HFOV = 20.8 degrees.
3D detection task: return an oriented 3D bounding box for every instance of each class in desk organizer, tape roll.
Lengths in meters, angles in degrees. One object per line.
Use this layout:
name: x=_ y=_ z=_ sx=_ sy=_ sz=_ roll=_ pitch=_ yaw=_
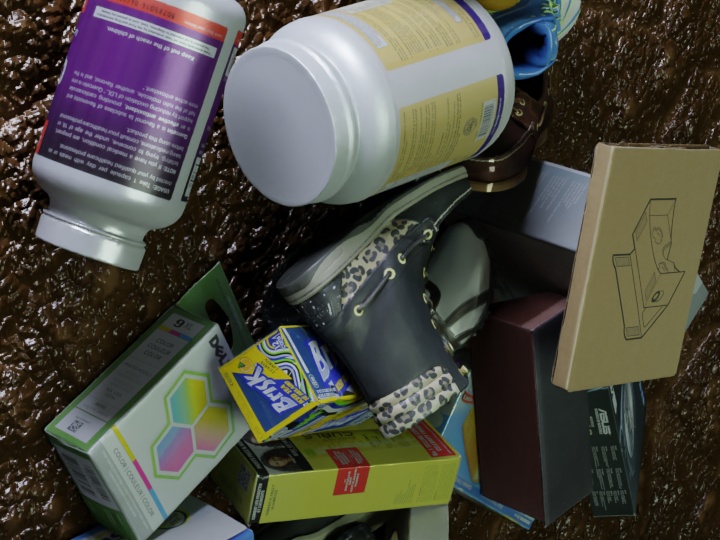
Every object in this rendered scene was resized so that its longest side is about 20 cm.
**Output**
desk organizer: x=0.150 y=0.116 z=1.733 sx=0.072 sy=0.077 sz=0.201 roll=-29 pitch=125 yaw=-38
tape roll: x=0.041 y=0.281 z=1.712 sx=0.037 sy=0.203 sz=0.204 roll=8 pitch=103 yaw=-6

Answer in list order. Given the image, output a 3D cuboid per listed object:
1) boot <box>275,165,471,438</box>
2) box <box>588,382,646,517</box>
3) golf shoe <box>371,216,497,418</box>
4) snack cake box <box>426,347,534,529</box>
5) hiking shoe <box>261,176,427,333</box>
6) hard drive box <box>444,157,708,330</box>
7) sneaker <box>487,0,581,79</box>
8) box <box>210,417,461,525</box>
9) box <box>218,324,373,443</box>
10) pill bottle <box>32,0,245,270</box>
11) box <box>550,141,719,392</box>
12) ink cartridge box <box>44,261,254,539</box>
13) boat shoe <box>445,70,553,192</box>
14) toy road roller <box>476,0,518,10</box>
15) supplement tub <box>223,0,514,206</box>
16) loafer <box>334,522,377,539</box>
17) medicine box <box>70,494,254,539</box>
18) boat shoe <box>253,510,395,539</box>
boot: x=0.042 y=0.021 z=1.538 sx=0.203 sy=0.073 sz=0.154 roll=-37 pitch=98 yaw=-37
box: x=0.237 y=0.113 z=1.903 sx=0.161 sy=0.043 sz=0.201 roll=-73 pitch=154 yaw=-50
golf shoe: x=0.046 y=0.045 z=1.672 sx=0.094 sy=0.078 sz=0.201 roll=13 pitch=105 yaw=-46
snack cake box: x=0.110 y=0.151 z=1.814 sx=0.200 sy=0.067 sz=0.116 roll=34 pitch=80 yaw=-49
hiking shoe: x=0.000 y=0.000 z=1.620 sx=0.200 sy=0.074 sz=0.087 roll=-47 pitch=134 yaw=-25
hard drive box: x=0.184 y=-0.019 z=1.724 sx=0.077 sy=0.199 sz=0.156 roll=-55 pitch=139 yaw=-16
sneaker: x=0.146 y=-0.199 z=1.679 sx=0.199 sy=0.105 sz=0.076 roll=-26 pitch=124 yaw=-39
box: x=-0.019 y=0.163 z=1.625 sx=0.199 sy=0.075 sz=0.050 roll=0 pitch=118 yaw=-32
box: x=-0.032 y=0.086 z=1.551 sx=0.064 sy=0.070 sz=0.200 roll=-33 pitch=168 yaw=18
pill bottle: x=-0.160 y=-0.107 z=1.365 sx=0.112 sy=0.112 sz=0.201 roll=17 pitch=92 yaw=-50
box: x=0.229 y=-0.005 z=1.608 sx=0.163 sy=0.021 sz=0.202 roll=-3 pitch=107 yaw=-47
ink cartridge box: x=-0.140 y=0.100 z=1.514 sx=0.200 sy=0.059 sz=0.104 roll=-46 pitch=133 yaw=-27
boat shoe: x=0.121 y=-0.127 z=1.674 sx=0.200 sy=0.070 sz=0.071 roll=-56 pitch=156 yaw=-63
toy road roller: x=0.071 y=-0.276 z=1.553 sx=0.199 sy=0.122 sz=0.147 roll=-24 pitch=129 yaw=-42
supplement tub: x=0.007 y=-0.134 z=1.517 sx=0.199 sy=0.145 sz=0.147 roll=-22 pitch=121 yaw=-41
loafer: x=-0.006 y=0.303 z=1.699 sx=0.073 sy=0.072 sz=0.201 roll=-26 pitch=141 yaw=-34
medicine box: x=-0.176 y=0.302 z=1.524 sx=0.182 sy=0.103 sz=0.201 roll=-24 pitch=124 yaw=-41
boat shoe: x=-0.056 y=0.220 z=1.660 sx=0.201 sy=0.063 sz=0.074 roll=-26 pitch=154 yaw=-38
